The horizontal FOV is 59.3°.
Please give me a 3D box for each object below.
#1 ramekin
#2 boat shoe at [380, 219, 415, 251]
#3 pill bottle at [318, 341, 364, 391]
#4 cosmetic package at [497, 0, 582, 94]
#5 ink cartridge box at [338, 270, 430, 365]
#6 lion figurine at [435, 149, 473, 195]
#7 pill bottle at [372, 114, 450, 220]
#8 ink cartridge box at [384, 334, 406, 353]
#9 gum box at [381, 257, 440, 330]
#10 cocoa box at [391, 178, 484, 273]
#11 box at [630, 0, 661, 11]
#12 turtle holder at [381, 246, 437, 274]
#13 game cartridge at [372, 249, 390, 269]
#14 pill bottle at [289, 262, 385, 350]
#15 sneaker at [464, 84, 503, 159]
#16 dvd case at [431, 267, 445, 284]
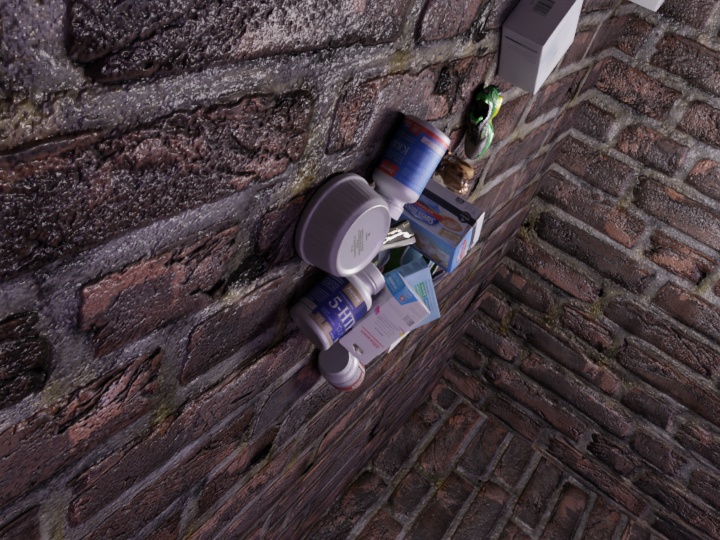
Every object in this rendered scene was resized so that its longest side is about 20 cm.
[{"bbox_3d":[-0.025,-0.080,1.229,0.202,0.094,0.204,-41,151,-28],"label":"ramekin"},{"bbox_3d":[0.047,-0.075,1.431,0.200,0.072,0.061,-14,92,-45],"label":"boat shoe"},{"bbox_3d":[-0.054,0.259,1.729,0.113,0.112,0.200,-53,161,-12],"label":"pill bottle"},{"bbox_3d":[0.455,-0.599,1.603,0.200,0.122,0.200,-53,163,-10],"label":"cosmetic package"},{"bbox_3d":[0.046,0.111,1.455,0.199,0.068,0.115,-39,126,6],"label":"ink cartridge box"},{"bbox_3d":[0.255,-0.258,1.650,0.200,0.122,0.073,-35,152,-50],"label":"lion figurine"},{"bbox_3d":[0.093,-0.212,1.323,0.202,0.112,0.112,-60,162,6],"label":"pill bottle"},{"bbox_3d":[0.097,0.117,1.858,0.200,0.128,0.126,-39,155,-46],"label":"ink cartridge box"},{"bbox_3d":[0.084,0.081,1.523,0.198,0.045,0.171,-23,129,-6],"label":"gum box"},{"bbox_3d":[0.186,-0.118,1.579,0.131,0.199,0.134,-48,161,-20],"label":"cocoa box"},{"bbox_3d":[1.050,-1.085,2.250,0.200,0.170,0.200,-48,160,-25],"label":"box"},{"bbox_3d":[0.130,-0.022,1.704,0.186,0.131,0.142,-46,160,-31],"label":"turtle holder"},{"bbox_3d":[0.000,0.000,1.519,0.200,0.041,0.133,-46,160,-15],"label":"game cartridge"},{"bbox_3d":[-0.046,0.065,1.379,0.200,0.119,0.120,-43,158,-18],"label":"pill bottle"},{"bbox_3d":[0.307,-0.387,1.671,0.085,0.078,0.202,-29,139,-42],"label":"sneaker"},{"bbox_3d":[0.133,0.062,1.627,0.199,0.016,0.149,-34,171,4],"label":"dvd case"}]
